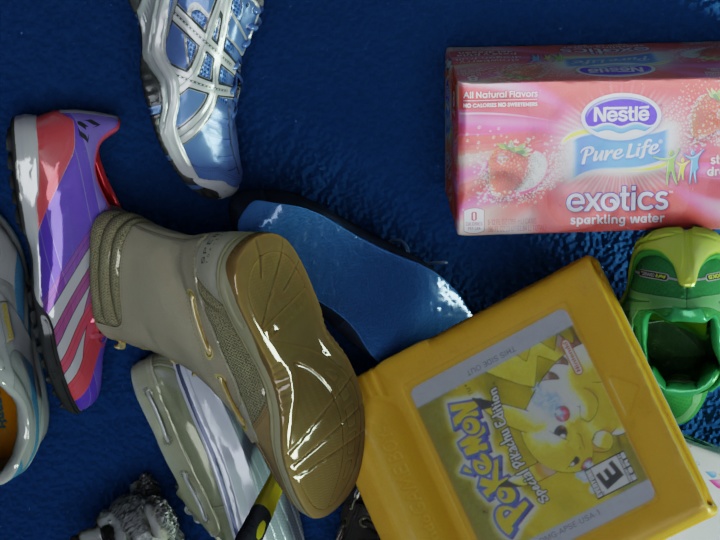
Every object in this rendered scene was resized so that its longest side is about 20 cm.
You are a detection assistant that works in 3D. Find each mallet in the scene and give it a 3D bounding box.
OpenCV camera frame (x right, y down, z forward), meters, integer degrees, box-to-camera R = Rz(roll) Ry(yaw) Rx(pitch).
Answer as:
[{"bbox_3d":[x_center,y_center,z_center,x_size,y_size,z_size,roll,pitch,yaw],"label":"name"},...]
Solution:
[{"bbox_3d":[-0.056,0.157,1.491,0.041,0.200,0.066,-19,122,27],"label":"mallet"}]

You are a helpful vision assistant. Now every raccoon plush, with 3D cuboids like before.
[{"bbox_3d":[-0.109,0.218,1.583,0.200,0.097,0.134,17,95,-38],"label":"raccoon plush"}]

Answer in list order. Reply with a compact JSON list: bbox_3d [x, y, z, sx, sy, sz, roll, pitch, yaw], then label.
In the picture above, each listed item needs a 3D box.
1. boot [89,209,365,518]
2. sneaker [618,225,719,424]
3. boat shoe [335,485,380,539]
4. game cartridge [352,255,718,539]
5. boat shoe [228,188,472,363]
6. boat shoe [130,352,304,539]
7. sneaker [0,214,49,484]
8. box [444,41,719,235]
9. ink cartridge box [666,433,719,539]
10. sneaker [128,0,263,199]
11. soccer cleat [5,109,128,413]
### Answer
[{"bbox_3d":[-0.086,0.055,1.459,0.073,0.155,0.200,-43,127,-33],"label":"boot"},{"bbox_3d":[0.192,0.050,1.485,0.074,0.084,0.200,1,149,6],"label":"sneaker"},{"bbox_3d":[0.018,0.188,1.567,0.073,0.065,0.200,9,107,-4],"label":"boat shoe"},{"bbox_3d":[0.094,0.113,1.448,0.200,0.032,0.176,-28,77,15],"label":"game cartridge"},{"bbox_3d":[0.000,0.000,1.499,0.084,0.069,0.200,-47,121,0],"label":"boat shoe"},{"bbox_3d":[-0.091,0.137,1.552,0.062,0.072,0.200,-16,100,19],"label":"boat shoe"},{"bbox_3d":[-0.245,0.039,1.497,0.076,0.081,0.200,-15,108,4],"label":"sneaker"},{"bbox_3d":[0.154,-0.084,1.464,0.200,0.095,0.103,-1,108,-2],"label":"box"},{"bbox_3d":[0.164,0.151,1.496,0.200,0.067,0.116,20,93,-8],"label":"ink cartridge box"},{"bbox_3d":[-0.096,-0.139,1.445,0.077,0.076,0.200,-9,110,5],"label":"sneaker"},{"bbox_3d":[-0.177,-0.005,1.495,0.073,0.068,0.200,-8,107,-4],"label":"soccer cleat"}]
